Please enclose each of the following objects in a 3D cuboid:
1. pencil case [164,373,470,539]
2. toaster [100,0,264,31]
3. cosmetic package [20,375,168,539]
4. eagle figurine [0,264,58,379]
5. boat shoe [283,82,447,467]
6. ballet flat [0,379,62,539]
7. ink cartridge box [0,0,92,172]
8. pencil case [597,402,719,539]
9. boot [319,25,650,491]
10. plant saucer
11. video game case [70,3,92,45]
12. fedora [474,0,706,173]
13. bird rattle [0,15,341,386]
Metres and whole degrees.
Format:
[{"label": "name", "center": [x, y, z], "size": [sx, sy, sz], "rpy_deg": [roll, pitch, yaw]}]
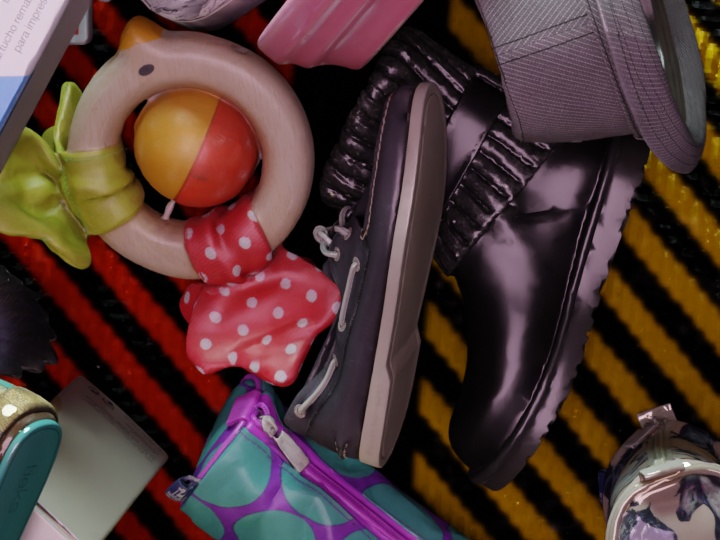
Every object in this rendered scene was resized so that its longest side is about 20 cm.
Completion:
[{"label": "pencil case", "center": [-0.002, 0.145, 1.248], "size": [0.199, 0.092, 0.085], "rpy_deg": [35, 57, -2]}, {"label": "toaster", "center": [-0.056, -0.207, 1.182], "size": [0.200, 0.129, 0.114], "rpy_deg": [-39, 94, 9]}, {"label": "cosmetic package", "center": [-0.173, 0.131, 1.206], "size": [0.071, 0.200, 0.105], "rpy_deg": [42, 99, -1]}, {"label": "eagle figurine", "center": [-0.278, 0.030, 1.193], "size": [0.151, 0.152, 0.200], "rpy_deg": [-28, 128, 28]}, {"label": "boat shoe", "center": [0.000, 0.000, 1.164], "size": [0.062, 0.073, 0.202], "rpy_deg": [14, 111, 14]}, {"label": "ballet flat", "center": [-0.197, 0.141, 1.082], "size": [0.070, 0.071, 0.201], "rpy_deg": [21, 100, 2]}, {"label": "ink cartridge box", "center": [-0.236, -0.141, 1.097], "size": [0.199, 0.085, 0.145], "rpy_deg": [30, 100, -2]}, {"label": "pencil case", "center": [0.159, 0.123, 1.174], "size": [0.077, 0.200, 0.090], "rpy_deg": [-27, 89, 5]}, {"label": "boot", "center": [0.046, -0.006, 1.224], "size": [0.157, 0.079, 0.213], "rpy_deg": [20, 89, -5]}, {"label": "plant saucer", "center": [0.030, -0.171, 1.143], "size": [0.051, 0.201, 0.201], "rpy_deg": [40, 100, -5]}, {"label": "video game case", "center": [-0.214, -0.224, 1.251], "size": [0.142, 0.017, 0.202], "rpy_deg": [2, 98, 5]}, {"label": "fedora", "center": [0.105, -0.124, 1.149], "size": [0.090, 0.200, 0.178], "rpy_deg": [-17, 105, 15]}, {"label": "bird rattle", "center": [-0.090, -0.039, 1.206], "size": [0.199, 0.113, 0.164], "rpy_deg": [29, 115, 4]}]
